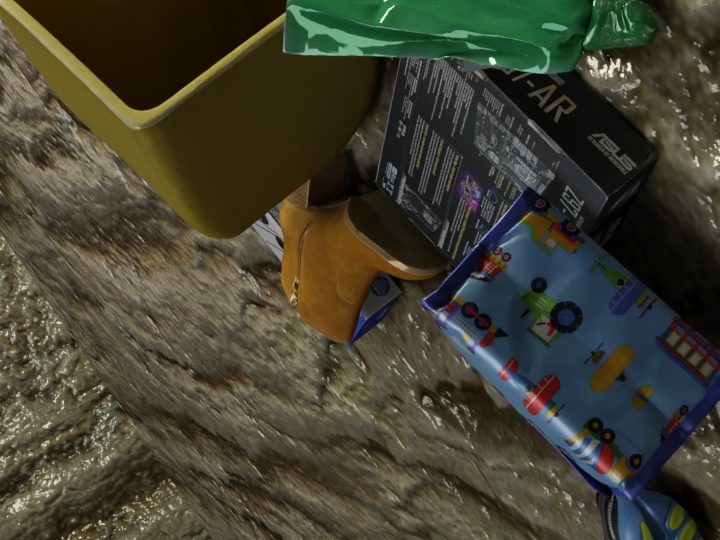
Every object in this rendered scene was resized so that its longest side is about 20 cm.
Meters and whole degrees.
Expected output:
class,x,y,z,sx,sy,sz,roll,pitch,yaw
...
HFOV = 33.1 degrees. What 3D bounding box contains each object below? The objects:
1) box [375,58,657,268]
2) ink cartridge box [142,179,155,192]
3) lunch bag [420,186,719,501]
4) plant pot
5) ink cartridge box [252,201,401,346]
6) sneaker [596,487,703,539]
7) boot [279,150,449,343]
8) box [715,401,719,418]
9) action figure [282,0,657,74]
class,x,y,z,sx,sy,sz,roll,pitch,yaw
box,0.085,-0.061,0.747,0.160,0.043,0.200,47,158,17
ink cartridge box,-0.196,-0.144,1.159,0.201,0.047,0.160,60,-173,20
lunch bag,0.117,0.058,0.725,0.150,0.094,0.200,43,171,11
plant pot,-0.106,-0.140,0.845,0.195,0.194,0.200,41,161,29
ink cartridge box,-0.049,-0.033,1.077,0.200,0.044,0.094,51,161,7
sneaker,0.224,0.231,0.887,0.200,0.070,0.083,65,170,-24
boot,-0.001,0.000,0.938,0.201,0.070,0.145,43,138,45
box,0.261,0.080,0.597,0.200,0.039,0.042,19,140,57
action figure,0.061,-0.142,0.623,0.199,0.119,0.055,22,180,36
